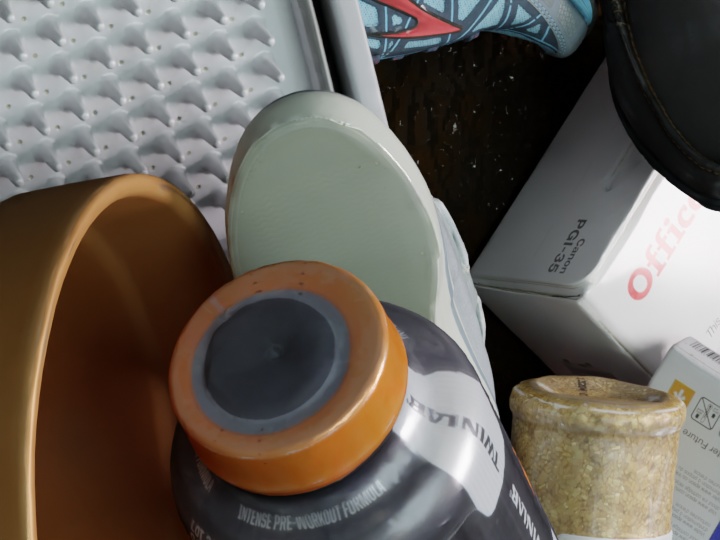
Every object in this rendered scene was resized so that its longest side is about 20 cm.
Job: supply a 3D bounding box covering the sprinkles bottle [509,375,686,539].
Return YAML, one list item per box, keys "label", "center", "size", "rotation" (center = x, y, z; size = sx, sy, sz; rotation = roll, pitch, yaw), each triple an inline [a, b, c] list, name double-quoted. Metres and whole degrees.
- label: "sprinkles bottle"
  center: [0.081, 0.143, 1.030]
  size: [0.068, 0.068, 0.201]
  rotation: [0, 99, -35]

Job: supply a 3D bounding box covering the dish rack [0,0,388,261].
- label: "dish rack"
  center: [-0.084, -0.073, 0.956]
  size: [0.171, 0.044, 0.201]
  rotation: [-23, 119, -15]

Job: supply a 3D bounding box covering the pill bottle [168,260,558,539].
- label: "pill bottle"
  center: [0.003, 0.080, 0.887]
  size: [0.106, 0.106, 0.200]
  rotation: [-53, 146, -19]

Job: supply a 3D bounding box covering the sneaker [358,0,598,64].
- label: "sneaker"
  center: [-0.002, -0.113, 1.040]
  size: [0.199, 0.079, 0.096]
  rotation: [22, 96, -28]

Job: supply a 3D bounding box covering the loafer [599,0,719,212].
- label: "loafer"
  center: [0.122, -0.108, 1.054]
  size: [0.072, 0.201, 0.072]
  rotation: [-20, 139, 2]

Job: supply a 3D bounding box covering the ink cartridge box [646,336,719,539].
- label: "ink cartridge box"
  center: [0.117, 0.135, 1.068]
  size: [0.201, 0.094, 0.037]
  rotation: [-61, 165, 14]

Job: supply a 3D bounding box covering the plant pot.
- label: "plant pot"
  center: [-0.126, 0.073, 0.886]
  size: [0.200, 0.139, 0.201]
  rotation: [-3, 90, -71]

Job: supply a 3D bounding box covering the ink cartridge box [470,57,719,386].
- label: "ink cartridge box"
  center: [0.159, 0.009, 1.147]
  size: [0.200, 0.083, 0.147]
  rotation: [44, 70, -30]

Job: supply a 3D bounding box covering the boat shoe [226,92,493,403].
- label: "boat shoe"
  center: [0.001, 0.000, 0.952]
  size: [0.070, 0.072, 0.201]
  rotation: [-14, 137, 8]
